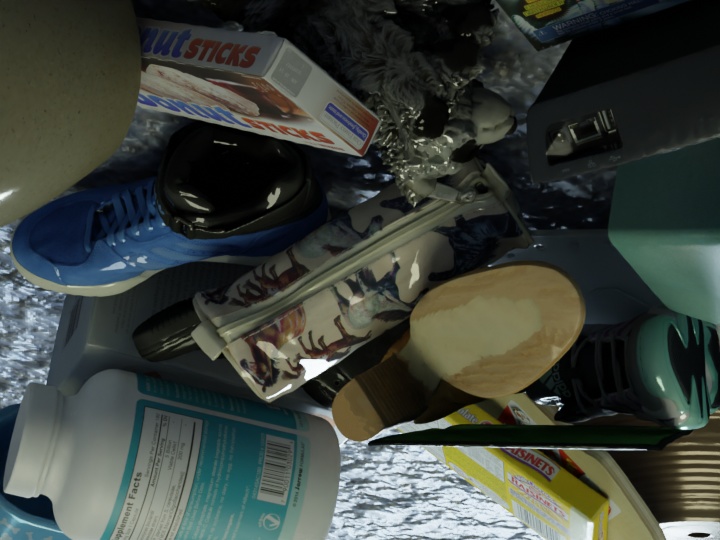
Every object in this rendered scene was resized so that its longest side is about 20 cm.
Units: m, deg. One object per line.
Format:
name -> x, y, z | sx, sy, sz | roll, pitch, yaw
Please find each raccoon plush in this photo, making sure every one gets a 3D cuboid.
raccoon plush -> -0.010, -0.117, 0.782 | 0.199, 0.097, 0.134 | 31, 161, 4

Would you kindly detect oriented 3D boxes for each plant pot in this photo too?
plant pot -> 0.242, -0.043, 0.791 | 0.199, 0.142, 0.141 | -5, 149, 35
plant pot -> 0.253, 0.154, 1.136 | 0.199, 0.093, 0.201 | 4, 159, 1

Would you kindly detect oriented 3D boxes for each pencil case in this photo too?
pencil case -> 0.000, 0.000, 0.873 | 0.199, 0.078, 0.089 | -31, 156, 0

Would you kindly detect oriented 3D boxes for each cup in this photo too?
cup -> -0.192, -0.102, 0.728 | 0.143, 0.201, 0.200 | -5, 161, -39

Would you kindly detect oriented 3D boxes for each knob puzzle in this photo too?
knob puzzle -> 0.163, 0.155, 1.103 | 0.220, 0.030, 0.220 | 43, 162, 18

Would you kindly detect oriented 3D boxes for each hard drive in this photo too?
hard drive -> 0.177, -0.106, 0.703 | 0.199, 0.135, 0.042 | -16, 112, 31

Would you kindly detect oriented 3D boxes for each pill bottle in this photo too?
pill bottle -> -0.120, 0.127, 0.960 | 0.199, 0.111, 0.111 | 15, 148, -16

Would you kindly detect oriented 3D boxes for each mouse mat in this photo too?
mouse mat -> 0.106, 0.098, 0.889 | 0.160, 0.008, 0.200 | -1, 176, 19

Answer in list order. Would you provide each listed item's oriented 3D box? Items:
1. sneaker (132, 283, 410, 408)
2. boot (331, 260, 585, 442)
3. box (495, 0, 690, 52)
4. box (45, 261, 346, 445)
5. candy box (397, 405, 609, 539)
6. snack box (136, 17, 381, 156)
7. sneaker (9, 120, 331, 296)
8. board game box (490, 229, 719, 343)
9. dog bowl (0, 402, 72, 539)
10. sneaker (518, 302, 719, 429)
sneaker -> -0.037, 0.046, 0.964 | 0.199, 0.105, 0.060 | -23, -170, -20
boot -> 0.083, 0.031, 0.874 | 0.144, 0.071, 0.201 | -24, 172, -47
box -> 0.135, -0.177, 0.668 | 0.199, 0.040, 0.137 | -15, 143, 31
box -> -0.103, 0.059, 1.046 | 0.199, 0.098, 0.124 | 17, 147, -19
candy box -> 0.096, 0.138, 1.114 | 0.200, 0.026, 0.102 | 35, 157, 24
snack box -> -0.078, -0.097, 0.758 | 0.072, 0.024, 0.199 | 35, 169, -39
sneaker -> -0.120, -0.040, 0.897 | 0.199, 0.077, 0.111 | -3, 155, 4
board game box -> 0.165, 0.020, 1.011 | 0.199, 0.026, 0.200 | 0, 150, 10
dog bowl -> -0.182, 0.153, 1.023 | 0.199, 0.112, 0.050 | 21, 134, -24
sneaker -> 0.148, 0.066, 0.945 | 0.139, 0.078, 0.200 | -5, 169, 18
